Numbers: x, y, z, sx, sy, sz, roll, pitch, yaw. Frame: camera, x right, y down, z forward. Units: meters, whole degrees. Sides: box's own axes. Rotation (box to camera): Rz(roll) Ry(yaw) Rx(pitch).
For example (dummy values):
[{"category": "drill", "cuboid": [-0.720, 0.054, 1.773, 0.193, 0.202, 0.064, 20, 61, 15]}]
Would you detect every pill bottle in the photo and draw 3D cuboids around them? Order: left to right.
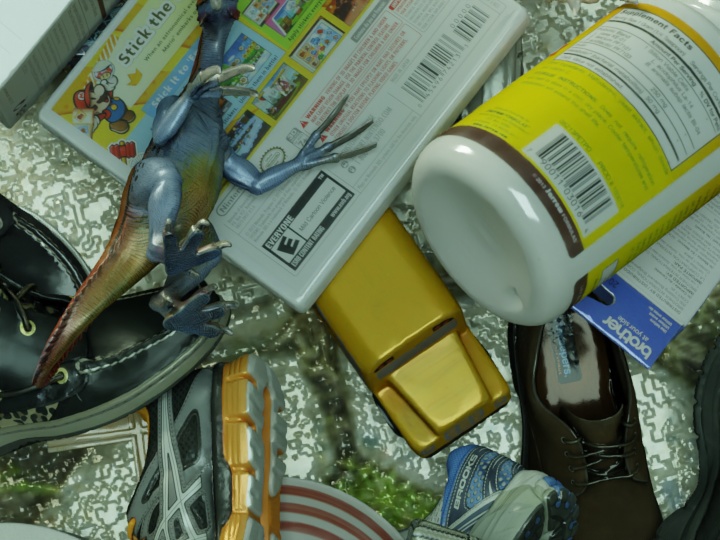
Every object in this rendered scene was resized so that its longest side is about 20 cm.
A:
[{"category": "pill bottle", "cuboid": [0.129, -0.066, 1.526, 0.200, 0.109, 0.109, -36, 87, -25]}]

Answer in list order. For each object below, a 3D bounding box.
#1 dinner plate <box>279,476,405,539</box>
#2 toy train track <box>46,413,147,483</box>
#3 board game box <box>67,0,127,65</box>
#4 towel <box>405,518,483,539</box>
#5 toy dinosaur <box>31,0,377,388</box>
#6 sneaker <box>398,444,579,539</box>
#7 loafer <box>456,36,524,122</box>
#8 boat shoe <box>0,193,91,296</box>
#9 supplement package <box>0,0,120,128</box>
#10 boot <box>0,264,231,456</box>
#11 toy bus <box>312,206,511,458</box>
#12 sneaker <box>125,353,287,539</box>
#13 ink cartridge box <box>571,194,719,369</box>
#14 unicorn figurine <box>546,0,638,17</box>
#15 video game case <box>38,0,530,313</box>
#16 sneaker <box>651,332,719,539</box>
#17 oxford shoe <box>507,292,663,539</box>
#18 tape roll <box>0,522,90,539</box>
[{"category": "dinner plate", "cuboid": [-0.046, 0.209, 1.573, 0.200, 0.024, 0.201, -3, 80, 17]}, {"category": "toy train track", "cuboid": [-0.108, 0.121, 1.616, 0.114, 0.033, 0.201, -8, 87, -3]}, {"category": "board game box", "cuboid": [-0.111, -0.177, 1.641, 0.199, 0.035, 0.136, 5, 85, -2]}, {"category": "towel", "cuboid": [0.077, 0.249, 1.517, 0.192, 0.035, 0.200, 23, 85, -10]}, {"category": "toy dinosaur", "cuboid": [-0.097, -0.063, 1.515, 0.199, 0.105, 0.182, -19, 47, 5]}, {"category": "sneaker", "cuboid": [0.037, 0.182, 1.604, 0.085, 0.077, 0.200, 38, 101, 34]}, {"category": "loafer", "cuboid": [0.052, -0.136, 1.631, 0.070, 0.070, 0.201, -4, 77, 0]}, {"category": "boat shoe", "cuboid": [-0.225, -0.029, 1.610, 0.200, 0.060, 0.074, 40, 84, 1]}, {"category": "supplement package", "cuboid": [-0.167, -0.192, 1.563, 0.117, 0.117, 0.200, 38, 84, 3]}, {"category": "boot", "cuboid": [-0.186, 0.012, 1.554, 0.203, 0.074, 0.154, -21, 116, 16]}, {"category": "toy bus", "cuboid": [0.000, 0.000, 1.599, 0.065, 0.078, 0.200, -33, 72, -4]}, {"category": "sneaker", "cuboid": [-0.083, 0.143, 1.547, 0.077, 0.078, 0.201, -4, 66, 17]}, {"category": "ink cartridge box", "cuboid": [0.157, -0.047, 1.608, 0.119, 0.042, 0.200, 38, 61, 1]}, {"category": "unicorn figurine", "cuboid": [0.115, -0.209, 1.608, 0.137, 0.074, 0.200, -20, 67, -42]}, {"category": "video game case", "cuboid": [-0.041, -0.106, 1.584, 0.182, 0.023, 0.200, 36, 82, 16]}, {"category": "sneaker", "cuboid": [0.219, 0.110, 1.589, 0.076, 0.091, 0.201, 26, 76, -42]}, {"category": "oxford shoe", "cuboid": [0.121, 0.103, 1.604, 0.072, 0.084, 0.201, -16, 87, -5]}, {"category": "tape roll", "cuboid": [-0.183, 0.233, 1.576, 0.202, 0.037, 0.203, -2, 80, 13]}]
